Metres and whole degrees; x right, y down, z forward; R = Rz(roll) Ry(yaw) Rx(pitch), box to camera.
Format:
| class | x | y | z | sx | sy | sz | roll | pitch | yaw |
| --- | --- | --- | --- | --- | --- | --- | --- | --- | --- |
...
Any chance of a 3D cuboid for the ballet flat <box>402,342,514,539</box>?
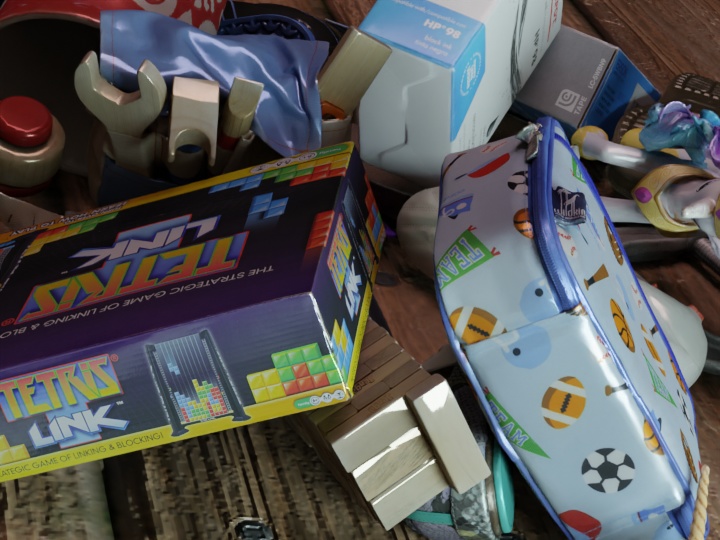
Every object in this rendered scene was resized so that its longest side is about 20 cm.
| class | x | y | z | sx | sy | sz | roll | pitch | yaw |
| --- | --- | --- | --- | --- | --- | --- | --- | --- | --- |
| ballet flat | 0.050 | 0.068 | 0.930 | 0.072 | 0.072 | 0.200 | 17 | 26 | 5 |

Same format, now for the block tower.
| class | x | y | z | sx | sy | sz | roll | pitch | yaw |
| --- | --- | --- | --- | --- | --- | --- | --- | --- | --- |
| block tower | -0.013 | 0.050 | 0.878 | 0.058 | 0.054 | 0.200 | -34 | 27 | -10 |

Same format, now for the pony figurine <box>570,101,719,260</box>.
| class | x | y | z | sx | sy | sz | roll | pitch | yaw |
| --- | --- | --- | --- | --- | --- | --- | --- | --- | --- |
| pony figurine | 0.213 | -0.034 | 1.068 | 0.192 | 0.168 | 0.200 | 7 | 6 | -27 |

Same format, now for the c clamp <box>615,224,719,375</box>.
| class | x | y | z | sx | sy | sz | roll | pitch | yaw |
| --- | --- | --- | --- | --- | --- | --- | --- | --- | --- |
| c clamp | 0.219 | 0.008 | 1.164 | 0.170 | 0.027 | 0.200 | 1 | 29 | -25 |

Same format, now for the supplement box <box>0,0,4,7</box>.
| class | x | y | z | sx | sy | sz | roll | pitch | yaw |
| --- | --- | --- | --- | --- | --- | --- | --- | --- | --- |
| supplement box | -0.194 | -0.270 | 1.307 | 0.199 | 0.201 | 0.134 | -10 | 36 | -41 |

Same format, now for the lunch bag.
| class | x | y | z | sx | sy | sz | roll | pitch | yaw |
| --- | --- | --- | --- | --- | --- | --- | --- | --- | --- |
| lunch bag | 0.100 | 0.028 | 0.890 | 0.075 | 0.201 | 0.161 | -20 | 23 | 17 |

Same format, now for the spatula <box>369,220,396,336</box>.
| class | x | y | z | sx | sy | sz | roll | pitch | yaw |
| --- | --- | --- | --- | --- | --- | --- | --- | --- | --- |
| spatula | 0.000 | 0.000 | 1.078 | 0.056 | 0.021 | 0.200 | 18 | 26 | -17 |

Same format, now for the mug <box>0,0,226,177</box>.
| class | x | y | z | sx | sy | sz | roll | pitch | yaw |
| --- | --- | --- | --- | --- | --- | --- | --- | --- | --- |
| mug | -0.160 | -0.175 | 1.143 | 0.176 | 0.134 | 0.201 | 6 | 51 | 13 |

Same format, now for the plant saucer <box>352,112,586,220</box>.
| class | x | y | z | sx | sy | sz | roll | pitch | yaw |
| --- | --- | --- | --- | --- | --- | --- | --- | --- | --- |
| plant saucer | 0.049 | -0.070 | 1.222 | 0.199 | 0.032 | 0.200 | 11 | 25 | -5 |

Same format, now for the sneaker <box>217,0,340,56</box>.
| class | x | y | z | sx | sy | sz | roll | pitch | yaw |
| --- | --- | --- | --- | --- | --- | --- | --- | --- | --- |
| sneaker | -0.108 | -0.147 | 1.252 | 0.199 | 0.071 | 0.078 | 10 | 8 | 20 |

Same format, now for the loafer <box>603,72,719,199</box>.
| class | x | y | z | sx | sy | sz | roll | pitch | yaw |
| --- | --- | --- | --- | --- | --- | --- | --- | --- | --- |
| loafer | 0.217 | -0.077 | 1.281 | 0.076 | 0.068 | 0.200 | 20 | 27 | 20 |

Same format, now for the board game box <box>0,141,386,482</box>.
| class | x | y | z | sx | sy | sz | roll | pitch | yaw |
| --- | --- | --- | --- | --- | --- | --- | --- | --- | --- |
| board game box | -0.096 | 0.018 | 0.859 | 0.199 | 0.057 | 0.166 | -14 | 22 | 12 |

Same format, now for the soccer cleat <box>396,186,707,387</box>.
| class | x | y | z | sx | sy | sz | roll | pitch | yaw |
| --- | --- | --- | --- | --- | --- | --- | --- | --- | --- |
| soccer cleat | 0.100 | 0.011 | 1.060 | 0.199 | 0.070 | 0.077 | 28 | 33 | 20 |

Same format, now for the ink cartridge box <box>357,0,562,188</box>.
| class | x | y | z | sx | sy | sz | roll | pitch | yaw |
| --- | --- | --- | --- | --- | --- | --- | --- | --- | --- |
| ink cartridge box | 0.072 | -0.160 | 1.149 | 0.066 | 0.116 | 0.200 | 22 | 57 | 18 |

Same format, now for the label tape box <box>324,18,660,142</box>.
| class | x | y | z | sx | sy | sz | roll | pitch | yaw |
| --- | --- | --- | --- | --- | --- | --- | --- | --- | --- |
| label tape box | 0.094 | -0.148 | 1.305 | 0.199 | 0.064 | 0.144 | 27 | 2 | 21 |

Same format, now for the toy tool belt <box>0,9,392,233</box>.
| class | x | y | z | sx | sy | sz | roll | pitch | yaw |
| --- | --- | --- | --- | --- | --- | --- | --- | --- | --- |
| toy tool belt | -0.092 | -0.087 | 0.959 | 0.199 | 0.123 | 0.125 | 6 | 46 | -16 |

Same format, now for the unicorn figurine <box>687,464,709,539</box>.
| class | x | y | z | sx | sy | sz | roll | pitch | yaw |
| --- | --- | --- | --- | --- | --- | --- | --- | --- | --- |
| unicorn figurine | 0.142 | 0.182 | 0.757 | 0.137 | 0.074 | 0.200 | -1 | 44 | -46 |
